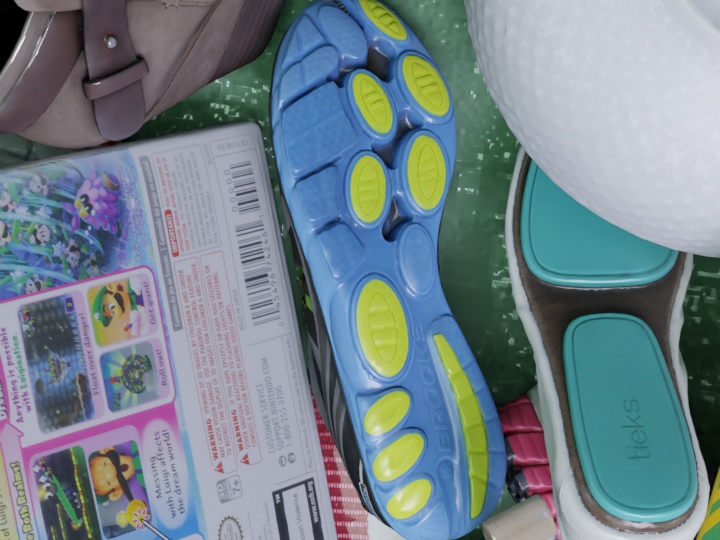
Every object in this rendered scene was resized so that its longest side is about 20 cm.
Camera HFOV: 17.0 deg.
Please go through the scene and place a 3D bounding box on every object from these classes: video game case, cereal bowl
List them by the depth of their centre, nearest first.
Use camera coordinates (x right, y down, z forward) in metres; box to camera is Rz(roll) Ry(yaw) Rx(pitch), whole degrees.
[{"bbox_3d":[0.133,-0.108,0.796,0.198,0.083,0.202,0,83,-2],"label":"cereal bowl"},{"bbox_3d":[-0.085,0.059,0.841,0.024,0.181,0.202,-6,96,44],"label":"video game case"}]

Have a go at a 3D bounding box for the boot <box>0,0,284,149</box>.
[{"bbox_3d":[-0.073,-0.136,0.813,0.070,0.146,0.202,23,112,35],"label":"boot"}]

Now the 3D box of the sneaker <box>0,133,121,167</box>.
[{"bbox_3d":[-0.164,-0.025,0.904,0.199,0.077,0.082,17,136,-4],"label":"sneaker"}]

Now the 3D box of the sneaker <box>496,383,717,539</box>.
[{"bbox_3d":[0.124,0.123,0.886,0.074,0.081,0.201,-31,101,-3],"label":"sneaker"}]

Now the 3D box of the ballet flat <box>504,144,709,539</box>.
[{"bbox_3d":[0.082,0.023,0.837,0.069,0.201,0.070,-1,142,0],"label":"ballet flat"}]

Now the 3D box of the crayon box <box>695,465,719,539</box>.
[{"bbox_3d":[0.174,0.057,0.798,0.051,0.126,0.201,34,124,36],"label":"crayon box"}]

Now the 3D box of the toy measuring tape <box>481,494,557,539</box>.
[{"bbox_3d":[0.044,0.115,0.862,0.073,0.074,0.201,4,147,6],"label":"toy measuring tape"}]

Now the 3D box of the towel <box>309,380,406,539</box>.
[{"bbox_3d":[-0.072,0.112,0.938,0.198,0.023,0.145,0,101,5],"label":"towel"}]

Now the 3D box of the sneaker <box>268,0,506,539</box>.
[{"bbox_3d":[0.000,0.000,0.873,0.070,0.083,0.201,-10,88,-22],"label":"sneaker"}]
